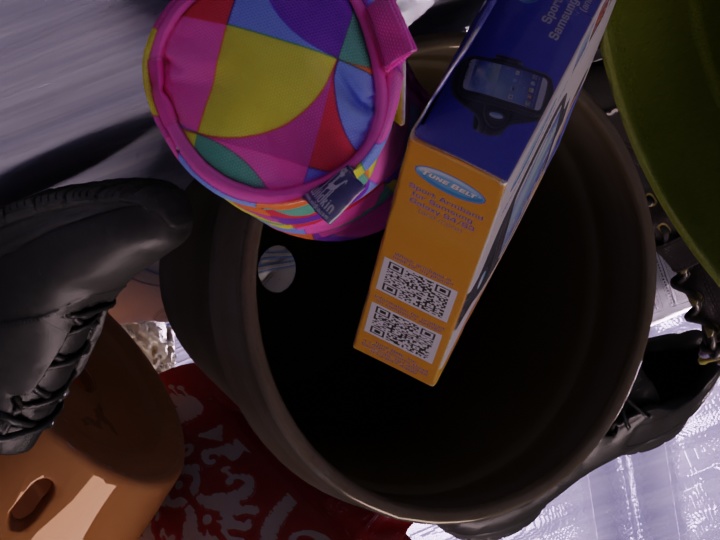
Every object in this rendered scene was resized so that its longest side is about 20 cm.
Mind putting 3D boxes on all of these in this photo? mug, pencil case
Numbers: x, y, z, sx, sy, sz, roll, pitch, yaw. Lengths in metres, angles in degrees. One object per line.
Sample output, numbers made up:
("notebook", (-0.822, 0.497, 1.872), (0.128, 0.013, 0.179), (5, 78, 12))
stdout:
("mug", (-0.032, 0.128, 1.190), (0.178, 0.200, 0.133), (-47, 136, 3))
("pencil case", (-0.017, -0.054, 0.823), (0.088, 0.089, 0.200), (-23, 177, 2))

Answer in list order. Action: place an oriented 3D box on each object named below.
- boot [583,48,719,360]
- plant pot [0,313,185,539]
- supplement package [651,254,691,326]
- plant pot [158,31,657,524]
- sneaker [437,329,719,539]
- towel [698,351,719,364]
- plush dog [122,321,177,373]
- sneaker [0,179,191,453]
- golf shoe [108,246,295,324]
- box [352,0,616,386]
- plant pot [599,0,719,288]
("boot", (0.132, -0.035, 1.112), (0.199, 0.175, 0.069), (-25, -167, 19))
("plant pot", (-0.178, 0.088, 1.136), (0.140, 0.200, 0.200), (-41, 169, 18))
("supplement package", (0.069, -0.008, 1.338), (0.191, 0.148, 0.200), (-24, 175, 23))
("plant pot", (0.000, 0.000, 1.049), (0.199, 0.201, 0.173), (-20, -168, -27))
("sneaker", (0.118, 0.081, 1.328), (0.199, 0.076, 0.091), (-29, 170, -28))
("towel", (0.271, -0.010, 1.183), (0.199, 0.023, 0.143), (-23, -175, 37))
("plush dog", (-0.179, 0.108, 1.335), (0.160, 0.173, 0.200), (-23, 176, 13))
("sneaker", (-0.140, 0.024, 0.995), (0.199, 0.091, 0.076), (-27, 171, 34))
("golf shoe", (-0.069, 0.010, 1.219), (0.199, 0.098, 0.078), (-21, 177, 1))
("box", (0.048, -0.050, 0.846), (0.119, 0.041, 0.200), (-61, 176, -24))
("plant pot", (0.216, -0.094, 0.836), (0.192, 0.201, 0.200), (-26, 177, -21))
